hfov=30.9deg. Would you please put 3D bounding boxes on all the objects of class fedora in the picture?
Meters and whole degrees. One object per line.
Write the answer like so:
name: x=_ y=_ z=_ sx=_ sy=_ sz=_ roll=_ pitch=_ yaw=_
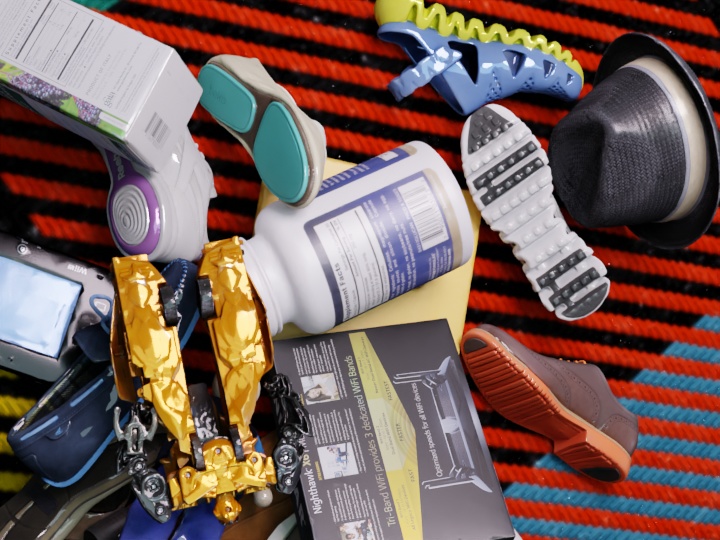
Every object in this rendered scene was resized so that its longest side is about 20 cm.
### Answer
fedora: x=0.220 y=-0.097 z=1.109 sx=0.091 sy=0.200 sz=0.203 roll=-21 pitch=92 yaw=-17

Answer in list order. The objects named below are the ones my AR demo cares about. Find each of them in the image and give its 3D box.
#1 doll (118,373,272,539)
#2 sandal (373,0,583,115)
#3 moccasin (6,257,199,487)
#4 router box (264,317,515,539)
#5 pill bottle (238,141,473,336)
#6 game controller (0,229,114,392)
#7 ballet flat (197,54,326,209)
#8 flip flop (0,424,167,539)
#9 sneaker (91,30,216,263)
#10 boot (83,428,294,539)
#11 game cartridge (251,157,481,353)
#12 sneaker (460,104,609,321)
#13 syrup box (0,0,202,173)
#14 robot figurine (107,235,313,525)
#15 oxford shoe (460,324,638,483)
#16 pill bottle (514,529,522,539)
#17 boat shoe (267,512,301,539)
doll: x=-0.125 y=0.149 z=0.995 sx=0.136 sy=0.048 sz=0.201 roll=42 pitch=48 yaw=-19
sandal: x=0.099 y=-0.176 z=1.150 sx=0.197 sy=0.079 sz=0.088 roll=13 pitch=86 yaw=-7
moccasin: x=-0.192 y=0.070 z=0.997 sx=0.068 sy=0.080 sz=0.201 roll=39 pitch=76 yaw=-25
router box: x=0.018 y=0.142 z=1.034 sx=0.155 sy=0.052 sz=0.202 roll=-6 pitch=56 yaw=-15
pill bottle: x=-0.018 y=-0.018 z=1.053 sx=0.198 sy=0.111 sz=0.112 roll=-24 pitch=93 yaw=-14
game controller: x=-0.284 y=0.024 z=1.037 sx=0.198 sy=0.042 sz=0.106 roll=21 pitch=81 yaw=-15
ballet flat: x=-0.065 y=-0.116 z=1.053 sx=0.069 sy=0.200 sz=0.070 roll=-20 pitch=136 yaw=-21
flip flop: x=-0.226 y=0.188 z=1.032 sx=0.200 sy=0.081 sz=0.058 roll=-44 pitch=131 yaw=-15
sneaker: x=-0.170 y=-0.096 z=1.073 sx=0.099 sy=0.074 sz=0.203 roll=13 pitch=63 yaw=-55
boot: x=-0.115 y=0.245 z=1.067 sx=0.198 sy=0.068 sz=0.191 roll=-23 pitch=107 yaw=-33
game cartridge: x=0.000 y=0.000 z=1.130 sx=0.197 sy=0.032 sz=0.179 roll=12 pitch=83 yaw=-13
sneaker: x=0.146 y=-0.051 z=1.149 sx=0.074 sy=0.081 sz=0.202 roll=-27 pitch=95 yaw=4
syrup box: x=-0.230 y=-0.159 z=1.004 sx=0.198 sy=0.079 sz=0.082 roll=26 pitch=81 yaw=16
robot figurine: x=-0.115 y=0.083 z=0.944 sx=0.143 sy=0.058 sz=0.203 roll=-10 pitch=81 yaw=-15
oxford shoe: x=0.169 y=0.104 z=1.156 sx=0.200 sy=0.071 sz=0.073 roll=42 pitch=58 yaw=-19
pill bottle: x=0.039 y=0.276 z=1.077 sx=0.200 sy=0.112 sz=0.113 roll=-41 pitch=97 yaw=-15
boat shoe: x=-0.013 y=0.196 z=1.066 sx=0.202 sy=0.060 sz=0.073 roll=-54 pitch=140 yaw=-30
